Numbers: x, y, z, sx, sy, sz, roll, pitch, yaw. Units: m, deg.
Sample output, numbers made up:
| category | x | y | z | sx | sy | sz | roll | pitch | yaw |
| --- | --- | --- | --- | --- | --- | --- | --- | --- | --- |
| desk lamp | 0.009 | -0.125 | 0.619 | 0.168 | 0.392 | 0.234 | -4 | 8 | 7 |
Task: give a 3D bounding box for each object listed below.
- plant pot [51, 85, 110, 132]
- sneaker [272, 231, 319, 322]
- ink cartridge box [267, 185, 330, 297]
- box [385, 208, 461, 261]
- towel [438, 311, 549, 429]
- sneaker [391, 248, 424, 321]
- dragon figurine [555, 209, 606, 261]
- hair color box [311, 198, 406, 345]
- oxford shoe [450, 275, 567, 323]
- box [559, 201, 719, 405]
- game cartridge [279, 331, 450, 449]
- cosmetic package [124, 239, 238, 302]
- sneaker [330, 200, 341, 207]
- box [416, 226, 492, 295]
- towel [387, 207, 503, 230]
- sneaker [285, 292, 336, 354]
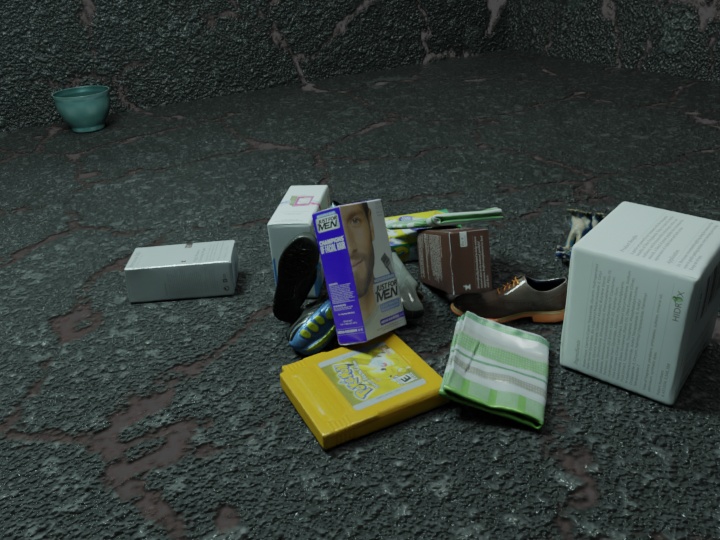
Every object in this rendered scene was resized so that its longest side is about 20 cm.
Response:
| category | x | y | z | sx | sy | sz | roll | pitch | yaw |
| --- | --- | --- | --- | --- | --- | --- | --- | --- | --- |
| plant pot | -0.995 | -0.579 | 2.438 | 0.195 | 0.137 | 0.201 | -3 | 26 | 2 |
| sneaker | -0.101 | 0.004 | 1.100 | 0.059 | 0.203 | 0.105 | 21 | 33 | 1 |
| ink cartridge box | -0.107 | -0.060 | 1.281 | 0.082 | 0.148 | 0.201 | 0 | 26 | 9 |
| box | 0.127 | -0.072 | 1.382 | 0.195 | 0.049 | 0.118 | -8 | 33 | -12 |
| towel | 0.196 | 0.133 | 0.957 | 0.146 | 0.031 | 0.201 | 15 | 28 | 10 |
| sneaker | 0.067 | 0.028 | 1.182 | 0.077 | 0.075 | 0.202 | 5 | 31 | -7 |
| dragon figurine | 0.438 | -0.066 | 1.329 | 0.058 | 0.102 | 0.198 | 13 | 11 | 34 |
| hair color box | 0.000 | 0.000 | 1.037 | 0.064 | 0.205 | 0.108 | -12 | 2 | 39 |
| oxford shoe | 0.247 | 0.041 | 1.118 | 0.194 | 0.075 | 0.072 | -3 | 26 | 2 |
| box | 0.407 | 0.038 | 0.964 | 0.169 | 0.205 | 0.198 | 19 | 34 | 35 |
| game cartridge | 0.000 | 0.160 | 0.955 | 0.196 | 0.033 | 0.176 | -14 | 28 | -25 |
| cosmetic package | -0.332 | 0.000 | 1.270 | 0.194 | 0.076 | 0.102 | -4 | 25 | -4 |
| sneaker | -0.070 | -0.109 | 1.437 | 0.194 | 0.092 | 0.079 | -1 | 26 | 3 |
| box | 0.157 | -0.023 | 1.158 | 0.073 | 0.103 | 0.200 | -6 | 7 | -8 |
| towel | 0.154 | -0.095 | 1.259 | 0.149 | 0.024 | 0.199 | -8 | 5 | -21 |
| sneaker | -0.045 | 0.056 | 1.099 | 0.199 | 0.072 | 0.082 | -40 | 29 | -27 |
